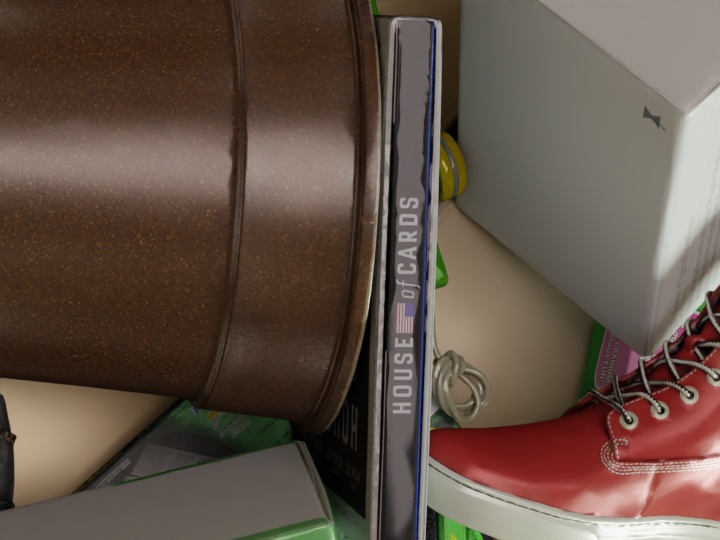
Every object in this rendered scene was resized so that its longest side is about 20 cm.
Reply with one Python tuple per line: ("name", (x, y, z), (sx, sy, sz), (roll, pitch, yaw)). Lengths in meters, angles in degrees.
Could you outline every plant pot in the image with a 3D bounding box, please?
("plant pot", (-0.110, -0.040, 0.980), (0.198, 0.200, 0.200), (3, 85, -13))

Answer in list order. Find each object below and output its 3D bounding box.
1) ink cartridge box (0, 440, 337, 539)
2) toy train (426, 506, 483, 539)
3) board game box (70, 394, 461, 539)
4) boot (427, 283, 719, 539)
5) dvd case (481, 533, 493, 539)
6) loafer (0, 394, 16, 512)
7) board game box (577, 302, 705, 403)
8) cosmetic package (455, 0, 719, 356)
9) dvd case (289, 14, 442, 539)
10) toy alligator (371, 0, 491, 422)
("ink cartridge box", (-0.067, 0.185, 0.987), (0.146, 0.084, 0.200), (-14, 112, -7))
("toy train", (0.031, 0.173, 1.017), (0.056, 0.042, 0.200), (56, 24, -43))
("board game box", (-0.053, 0.102, 1.073), (0.200, 0.023, 0.105), (-41, 92, -19))
("boot", (0.120, 0.045, 1.048), (0.200, 0.072, 0.144), (6, 110, -30))
("dvd case", (0.009, 0.207, 1.102), (0.200, 0.016, 0.149), (-44, 103, -20))
("loafer", (-0.228, 0.068, 0.987), (0.200, 0.073, 0.072), (15, 72, -31))
("board game box", (0.167, 0.101, 1.155), (0.153, 0.040, 0.200), (18, 74, -21))
("cosmetic package", (0.148, -0.105, 1.071), (0.123, 0.199, 0.200), (38, 68, 20))
("dvd case", (0.000, 0.000, 0.992), (0.025, 0.150, 0.200), (1, 96, -14))
("toy alligator", (0.011, -0.031, 1.101), (0.059, 0.054, 0.200), (-18, 99, -21))
